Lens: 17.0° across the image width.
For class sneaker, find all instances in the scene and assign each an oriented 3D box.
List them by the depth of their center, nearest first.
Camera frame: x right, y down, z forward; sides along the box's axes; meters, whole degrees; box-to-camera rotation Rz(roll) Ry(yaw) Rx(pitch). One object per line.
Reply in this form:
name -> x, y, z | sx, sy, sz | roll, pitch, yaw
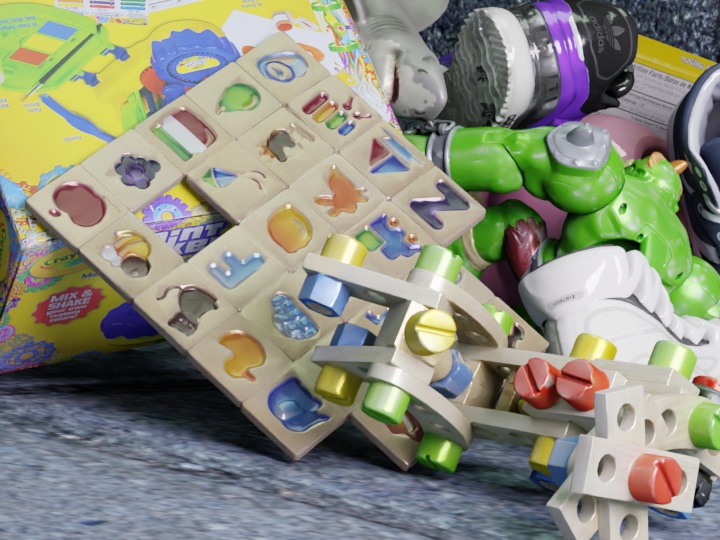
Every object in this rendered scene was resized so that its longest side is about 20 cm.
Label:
sneaker -> 0.146, 0.059, 1.132 | 0.075, 0.081, 0.200 | -27, -34, 30
sneaker -> 0.206, -0.011, 1.215 | 0.070, 0.200, 0.109 | -17, -12, -3
sneaker -> 0.092, -0.095, 1.252 | 0.099, 0.070, 0.200 | -15, -4, -14

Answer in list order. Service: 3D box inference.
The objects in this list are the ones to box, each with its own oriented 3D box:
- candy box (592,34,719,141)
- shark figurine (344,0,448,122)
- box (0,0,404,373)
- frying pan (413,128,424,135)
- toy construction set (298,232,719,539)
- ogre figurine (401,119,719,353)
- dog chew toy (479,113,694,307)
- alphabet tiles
candy box -> 0.207, -0.068, 1.382 | 0.200, 0.102, 0.026 | 17, 38, -23
shark figurine -> 0.006, -0.162, 1.219 | 0.089, 0.215, 0.128 | -8, -15, -27
box -> -0.108, -0.075, 1.159 | 0.200, 0.193, 0.122 | -10, -28, -26
frying pan -> 0.009, -0.014, 1.319 | 0.031, 0.115, 0.190 | 31, 18, -11
toy construction set -> 0.071, 0.049, 0.944 | 0.131, 0.092, 0.200 | 37, -6, -39
ogre figurine -> 0.107, -0.006, 1.190 | 0.120, 0.200, 0.098 | -17, 17, 40
dog chew toy -> 0.092, -0.005, 1.337 | 0.200, 0.125, 0.124 | -27, -16, 34
alphabet tiles -> -0.020, -0.006, 1.059 | 0.200, 0.008, 0.167 | 42, 54, 14
